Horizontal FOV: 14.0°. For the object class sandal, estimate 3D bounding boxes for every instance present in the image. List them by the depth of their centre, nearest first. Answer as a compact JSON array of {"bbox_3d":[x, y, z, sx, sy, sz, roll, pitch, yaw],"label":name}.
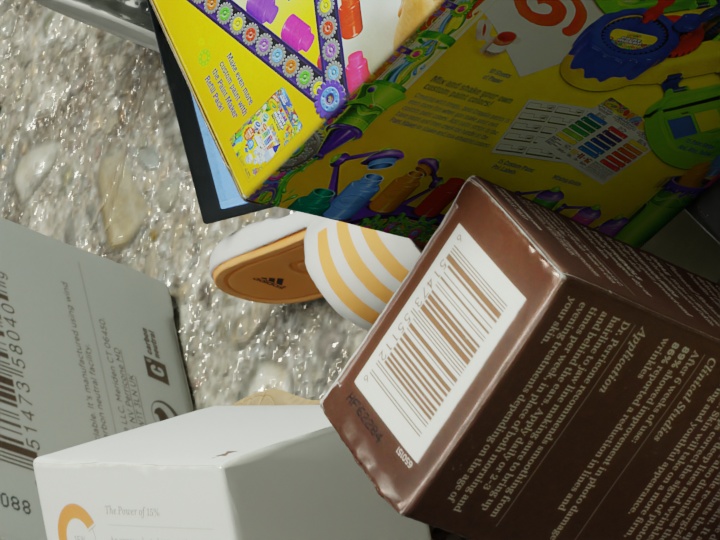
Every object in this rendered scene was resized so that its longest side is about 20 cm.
[{"bbox_3d":[0.007,0.002,1.244,0.206,0.079,0.059,-24,57,52],"label":"sandal"}]

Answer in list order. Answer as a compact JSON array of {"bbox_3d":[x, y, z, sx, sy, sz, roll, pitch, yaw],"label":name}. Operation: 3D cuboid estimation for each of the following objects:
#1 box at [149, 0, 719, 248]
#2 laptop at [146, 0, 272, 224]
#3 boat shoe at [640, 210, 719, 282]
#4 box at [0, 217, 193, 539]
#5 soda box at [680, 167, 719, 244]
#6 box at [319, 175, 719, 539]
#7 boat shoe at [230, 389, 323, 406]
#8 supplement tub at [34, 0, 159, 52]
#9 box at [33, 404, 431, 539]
[{"bbox_3d":[0.066,-0.112,1.003,0.193,0.200,0.122,-43,57,28],"label":"box"},{"bbox_3d":[0.006,-0.127,1.221,0.200,0.103,0.178,-11,95,54],"label":"laptop"},{"bbox_3d":[0.146,-0.073,1.116,0.200,0.071,0.063,-56,37,22],"label":"boat shoe"},{"bbox_3d":[-0.191,0.099,1.327,0.171,0.200,0.199,-40,47,28],"label":"box"},{"bbox_3d":[0.205,-0.078,1.050,0.200,0.063,0.071,-57,39,15],"label":"soda box"},{"bbox_3d":[0.096,0.052,1.007,0.100,0.200,0.075,-56,37,14],"label":"box"},{"bbox_3d":[-0.012,0.088,1.227,0.200,0.065,0.072,-20,41,53],"label":"boat shoe"},{"bbox_3d":[-0.080,-0.207,1.401,0.122,0.122,0.201,20,88,52],"label":"supplement tub"},{"bbox_3d":[-0.038,0.159,1.134,0.124,0.097,0.201,-3,99,49],"label":"box"}]
